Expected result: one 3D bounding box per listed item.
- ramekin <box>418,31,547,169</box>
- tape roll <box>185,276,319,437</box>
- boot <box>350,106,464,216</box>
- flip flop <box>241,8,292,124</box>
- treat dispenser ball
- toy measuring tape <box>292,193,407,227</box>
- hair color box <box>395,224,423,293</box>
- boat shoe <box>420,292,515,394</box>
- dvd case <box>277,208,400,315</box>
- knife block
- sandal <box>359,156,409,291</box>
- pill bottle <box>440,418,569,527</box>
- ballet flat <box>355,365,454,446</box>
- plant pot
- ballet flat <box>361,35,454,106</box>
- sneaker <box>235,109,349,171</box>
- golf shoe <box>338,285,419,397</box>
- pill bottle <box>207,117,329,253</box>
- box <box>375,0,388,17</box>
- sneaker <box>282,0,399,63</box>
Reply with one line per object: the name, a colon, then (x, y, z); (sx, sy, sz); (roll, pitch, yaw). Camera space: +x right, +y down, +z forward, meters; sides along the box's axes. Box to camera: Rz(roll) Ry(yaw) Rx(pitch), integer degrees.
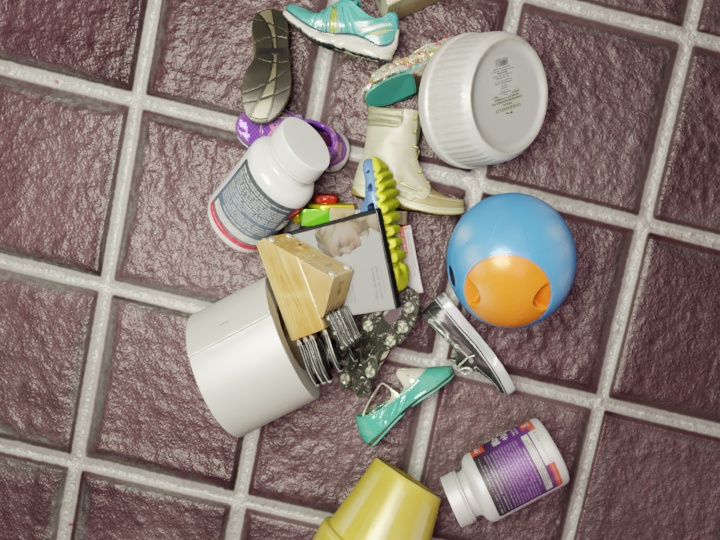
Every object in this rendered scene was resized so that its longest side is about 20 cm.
ramekin: (0.194, -0.260, 0.812); (0.193, 0.104, 0.209); (-6, 103, -27)
tape roll: (-0.163, 0.132, 0.830); (0.135, 0.203, 0.209); (-25, 94, 2)
boot: (0.091, -0.178, 0.874); (0.192, 0.072, 0.161); (12, 94, 1)
flip flop: (-0.150, -0.327, 0.862); (0.078, 0.058, 0.208); (1, 72, -7)
treat dispenser ball: (0.230, -0.015, 0.822); (0.192, 0.201, 0.210); (0, 94, 0)
toy measuring tape: (-0.021, -0.092, 0.883); (0.191, 0.074, 0.077); (0, 94, -5)
hair color box: (0.000, 0.000, 0.890); (0.192, 0.064, 0.116); (-13, 95, 2)
boat shoe: (0.179, 0.137, 0.895); (0.068, 0.074, 0.201); (-39, 92, 2)
dvd case: (-0.039, -0.002, 0.816); (0.194, 0.017, 0.149); (-11, 95, 32)
knife block: (-0.084, 0.064, 0.806); (0.195, 0.063, 0.181); (27, 111, 23)
sandal: (0.019, -0.069, 0.817); (0.084, 0.079, 0.209); (-6, 89, 25)
pill bottle: (0.237, 0.344, 0.891); (0.195, 0.111, 0.114); (-28, 94, 1)
ballet flat: (0.068, 0.211, 0.903); (0.199, 0.067, 0.071); (-41, 83, 4)
plant pot: (0.035, 0.427, 0.866); (0.196, 0.201, 0.193); (29, 78, -2)
ballet flat: (0.086, -0.329, 0.874); (0.193, 0.076, 0.066); (-20, 63, -3)
sneaker: (-0.112, -0.220, 0.862); (0.192, 0.089, 0.084); (15, 95, 0)
golf shoe: (0.029, 0.106, 0.873); (0.076, 0.088, 0.203); (34, 103, 3)
pill bottle: (-0.138, -0.129, 0.811); (0.198, 0.120, 0.121); (-38, 94, 36)
box: (0.114, -0.482, 0.842); (0.194, 0.095, 0.080); (-24, 94, 3)
sneaker: (-0.029, -0.391, 0.843); (0.193, 0.077, 0.083); (19, 104, 10)
